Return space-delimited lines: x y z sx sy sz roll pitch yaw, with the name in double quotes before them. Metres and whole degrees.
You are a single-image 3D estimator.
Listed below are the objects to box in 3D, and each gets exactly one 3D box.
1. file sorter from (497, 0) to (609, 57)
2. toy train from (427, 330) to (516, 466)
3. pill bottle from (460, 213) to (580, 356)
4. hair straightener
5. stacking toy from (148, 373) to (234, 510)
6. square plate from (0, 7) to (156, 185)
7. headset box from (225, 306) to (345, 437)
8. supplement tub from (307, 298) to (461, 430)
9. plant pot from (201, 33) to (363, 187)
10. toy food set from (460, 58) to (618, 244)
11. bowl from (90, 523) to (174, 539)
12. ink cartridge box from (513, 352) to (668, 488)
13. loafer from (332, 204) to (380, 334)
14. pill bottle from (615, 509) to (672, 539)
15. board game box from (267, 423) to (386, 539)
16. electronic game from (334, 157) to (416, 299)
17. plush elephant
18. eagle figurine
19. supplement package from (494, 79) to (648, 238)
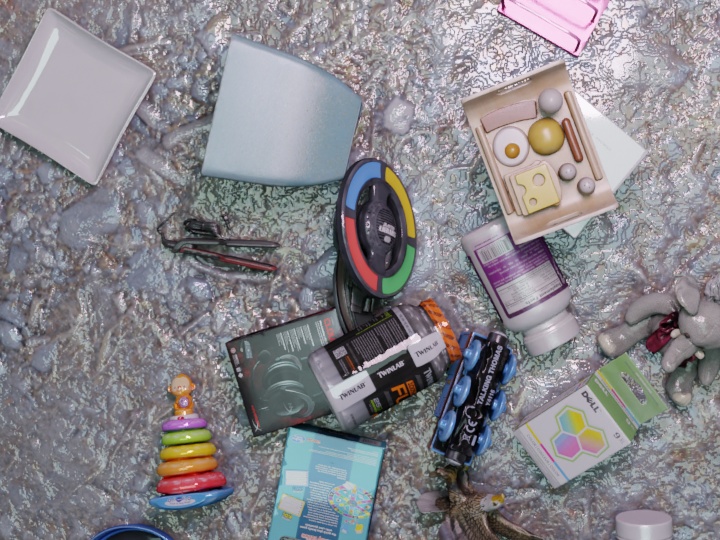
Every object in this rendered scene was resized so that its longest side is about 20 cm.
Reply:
"file sorter" 0.300 -0.429 1.622 0.138 0.125 0.201 30 97 4
"toy train" 0.160 0.183 1.667 0.086 0.114 0.202 22 82 -11
"pill bottle" 0.236 0.017 1.667 0.111 0.112 0.202 -28 91 8
"hair straightener" -0.216 -0.053 1.756 0.198 0.041 0.078 11 95 10
"stacking toy" -0.264 0.258 1.755 0.115 0.110 0.203 -7 82 9
"square plate" -0.438 -0.265 1.767 0.199 0.028 0.199 31 97 4
"headset box" -0.083 0.146 1.730 0.198 0.077 0.151 -17 92 9
"supplement tub" 0.035 0.128 1.628 0.198 0.123 0.124 -28 90 -5
"plant pot" -0.102 -0.211 1.656 0.198 0.196 0.199 13 95 -1
"toy food set" 0.229 -0.150 1.479 0.142 0.060 0.202 -21 90 8
"bowl" -0.352 0.492 1.802 0.198 0.039 0.203 0 94 6
"ink cartridge box" 0.328 0.217 1.658 0.200 0.059 0.104 -39 88 32
"loafer" 0.000 0.000 1.689 0.062 0.071 0.203 -15 75 39
"pill bottle" 0.413 0.457 1.675 0.110 0.111 0.203 -2 94 7
"board game box" -0.053 0.346 1.754 0.149 0.047 0.203 12 95 5
"electronic game" 0.025 -0.060 1.649 0.041 0.199 0.203 -6 93 32
"plush elephant" 0.459 0.091 1.622 0.165 0.155 0.200 42 98 2
"eagle figurine" 0.181 0.363 1.675 0.151 0.151 0.201 -31 83 -3
"supplement package" 0.283 -0.152 1.604 0.151 0.200 0.151 40 98 3
